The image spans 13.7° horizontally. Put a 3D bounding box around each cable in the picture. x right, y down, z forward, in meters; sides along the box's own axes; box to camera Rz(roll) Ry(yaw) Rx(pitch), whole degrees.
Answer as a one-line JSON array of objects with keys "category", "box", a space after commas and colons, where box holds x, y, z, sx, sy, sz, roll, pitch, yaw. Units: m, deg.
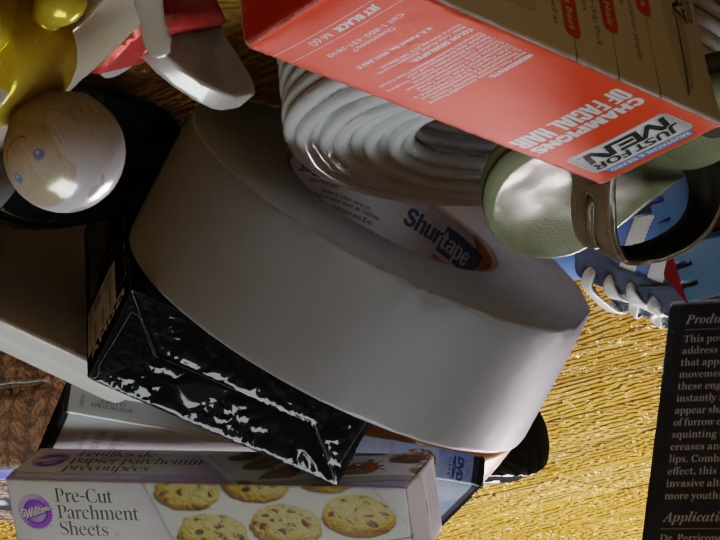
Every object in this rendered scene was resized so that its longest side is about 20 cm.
[{"category": "cable", "box": [0.064, -0.079, 1.259, 0.200, 0.069, 0.200, 1, 164, -5]}]

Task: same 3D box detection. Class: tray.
[{"category": "tray", "box": [-0.137, 0.013, 1.408, 0.107, 0.022, 0.200, 25, -165, -10]}]

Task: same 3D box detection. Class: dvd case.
[{"category": "dvd case", "box": [-0.053, 0.097, 1.436, 0.200, 0.018, 0.143, 10, 159, -9]}]

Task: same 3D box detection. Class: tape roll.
[{"category": "tape roll", "box": [0.000, 0.000, 1.334, 0.200, 0.066, 0.200, 25, -165, -7]}]

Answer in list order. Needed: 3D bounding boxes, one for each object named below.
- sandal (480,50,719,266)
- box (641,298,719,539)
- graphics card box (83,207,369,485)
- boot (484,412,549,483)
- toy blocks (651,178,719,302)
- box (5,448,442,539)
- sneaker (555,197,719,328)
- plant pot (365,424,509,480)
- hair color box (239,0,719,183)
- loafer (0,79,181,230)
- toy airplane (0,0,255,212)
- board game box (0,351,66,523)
[{"category": "sandal", "box": [0.113, -0.035, 1.184, 0.080, 0.057, 0.201, 8, 162, -28]}, {"category": "box", "box": [0.196, 0.130, 1.318, 0.107, 0.200, 0.148, -2, 152, 25]}, {"category": "graphics card box", "box": [-0.063, 0.019, 1.383, 0.125, 0.051, 0.200, 25, -166, -14]}, {"category": "boot", "box": [-0.002, 0.121, 1.921, 0.200, 0.077, 0.168, 7, 159, -42]}, {"category": "toy blocks", "box": [0.193, -0.032, 1.327, 0.137, 0.100, 0.200, -16, -176, 30]}, {"category": "box", "box": [-0.062, 0.106, 1.361, 0.200, 0.041, 0.039, 0, -161, 21]}, {"category": "sneaker", "box": [0.163, 0.026, 1.479, 0.200, 0.147, 0.081, -8, 162, 25]}, {"category": "plant pot", "box": [-0.006, 0.068, 1.580, 0.200, 0.200, 0.140, 16, 141, -42]}, {"category": "hair color box", "box": [0.039, -0.112, 1.063, 0.064, 0.111, 0.200, -27, 150, 35]}, {"category": "loafer", "box": [-0.180, -0.060, 1.354, 0.200, 0.073, 0.072, 2, -168, -23]}, {"category": "toy airplane", "box": [-0.114, -0.080, 1.123, 0.199, 0.141, 0.200, -16, 152, -6]}, {"category": "board game box", "box": [-0.157, 0.091, 1.783, 0.159, 0.097, 0.200, -8, 162, 25]}]
